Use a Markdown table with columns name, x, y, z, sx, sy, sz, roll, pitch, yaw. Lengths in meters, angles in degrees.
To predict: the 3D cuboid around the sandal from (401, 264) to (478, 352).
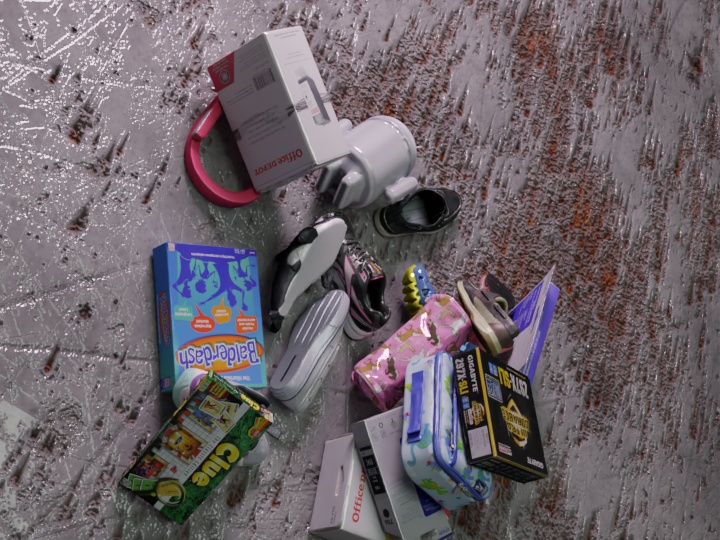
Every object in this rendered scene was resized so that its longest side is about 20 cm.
| name | x | y | z | sx | sy | sz | roll | pitch | yaw |
| --- | --- | --- | --- | --- | --- | --- | --- | --- | --- |
| sandal | 0.128 | 0.081 | 1.841 | 0.086 | 0.079 | 0.202 | -22 | 100 | -7 |

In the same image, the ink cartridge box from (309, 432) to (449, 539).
| name | x | y | z | sx | sy | sz | roll | pitch | yaw |
| --- | --- | --- | --- | --- | --- | --- | --- | --- | --- |
| ink cartridge box | 0.033 | 0.341 | 1.688 | 0.199 | 0.083 | 0.147 | 28 | 59 | -31 |

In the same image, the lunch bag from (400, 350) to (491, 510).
| name | x | y | z | sx | sy | sz | roll | pitch | yaw |
| --- | --- | --- | --- | --- | --- | --- | --- | --- | --- |
| lunch bag | 0.123 | 0.229 | 1.648 | 0.161 | 0.082 | 0.202 | 47 | 34 | -37 |

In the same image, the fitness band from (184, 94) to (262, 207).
| name | x | y | z | sx | sy | sz | roll | pitch | yaw |
| --- | --- | --- | --- | --- | --- | --- | --- | --- | --- |
| fitness band | -0.183 | -0.186 | 1.712 | 0.144 | 0.037 | 0.201 | 46 | 53 | -22 |

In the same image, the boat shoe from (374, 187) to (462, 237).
| name | x | y | z | sx | sy | sz | roll | pitch | yaw |
| --- | --- | --- | --- | --- | --- | --- | --- | --- | --- |
| boat shoe | 0.113 | -0.104 | 1.910 | 0.198 | 0.066 | 0.076 | -10 | 82 | -41 |

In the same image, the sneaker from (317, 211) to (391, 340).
| name | x | y | z | sx | sy | sz | roll | pitch | yaw |
| --- | --- | --- | --- | --- | --- | --- | --- | --- | --- |
| sneaker | 0.000 | 0.000 | 1.768 | 0.080 | 0.086 | 0.202 | -21 | 89 | -43 |

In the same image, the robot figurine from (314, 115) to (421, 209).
| name | x | y | z | sx | sy | sz | roll | pitch | yaw |
| --- | --- | --- | --- | --- | --- | --- | --- | --- | --- |
| robot figurine | 0.013 | -0.175 | 1.818 | 0.170 | 0.113 | 0.199 | 44 | 49 | 11 |

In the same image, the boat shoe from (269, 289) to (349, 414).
| name | x | y | z | sx | sy | sz | roll | pitch | yaw |
| --- | --- | --- | --- | --- | --- | --- | --- | --- | --- |
| boat shoe | -0.069 | 0.121 | 1.695 | 0.201 | 0.073 | 0.067 | -56 | 131 | -29 |

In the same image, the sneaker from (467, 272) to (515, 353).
| name | x | y | z | sx | sy | sz | roll | pitch | yaw |
| --- | --- | --- | --- | --- | --- | --- | --- | --- | --- |
| sneaker | 0.206 | 0.079 | 1.931 | 0.074 | 0.087 | 0.201 | 40 | 30 | -18 |

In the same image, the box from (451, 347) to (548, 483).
| name | x | y | z | sx | sy | sz | roll | pitch | yaw |
| --- | --- | --- | --- | --- | --- | --- | --- | --- | --- |
| box | 0.205 | 0.215 | 1.672 | 0.199 | 0.049 | 0.162 | 31 | 44 | -54 |

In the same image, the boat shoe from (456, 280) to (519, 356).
| name | x | y | z | sx | sy | sz | roll | pitch | yaw |
| --- | --- | --- | --- | --- | --- | --- | --- | --- | --- |
| boat shoe | 0.200 | 0.068 | 1.784 | 0.201 | 0.065 | 0.072 | -110 | 176 | -66 |

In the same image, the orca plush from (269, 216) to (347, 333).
| name | x | y | z | sx | sy | sz | roll | pitch | yaw |
| --- | --- | --- | --- | --- | --- | --- | --- | --- | --- |
| orca plush | -0.097 | -0.001 | 1.711 | 0.105 | 0.070 | 0.202 | 39 | 69 | -47 |

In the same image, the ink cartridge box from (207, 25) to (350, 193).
| name | x | y | z | sx | sy | sz | roll | pitch | yaw |
| --- | --- | --- | --- | --- | --- | --- | --- | --- | --- |
| ink cartridge box | -0.118 | -0.231 | 1.659 | 0.084 | 0.145 | 0.202 | -23 | 93 | -45 |

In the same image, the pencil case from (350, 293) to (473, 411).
| name | x | y | z | sx | sy | sz | roll | pitch | yaw |
| --- | --- | --- | --- | --- | --- | --- | --- | --- | --- |
| pencil case | 0.078 | 0.125 | 1.748 | 0.200 | 0.086 | 0.083 | -42 | 129 | -12 |

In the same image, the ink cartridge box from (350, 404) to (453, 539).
| name | x | y | z | sx | sy | sz | roll | pitch | yaw |
| --- | --- | --- | --- | --- | --- | --- | --- | --- | --- |
| ink cartridge box | 0.059 | 0.301 | 1.641 | 0.099 | 0.039 | 0.202 | -13 | 81 | -44 |

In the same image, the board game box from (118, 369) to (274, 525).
| name | x | y | z | sx | sy | sz | roll | pitch | yaw |
| --- | --- | --- | --- | --- | --- | --- | --- | --- | --- |
| board game box | -0.209 | 0.228 | 1.455 | 0.104 | 0.200 | 0.024 | 35 | 19 | -16 |

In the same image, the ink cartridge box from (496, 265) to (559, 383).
| name | x | y | z | sx | sy | sz | roll | pitch | yaw |
| --- | --- | --- | --- | --- | --- | --- | --- | --- | --- |
| ink cartridge box | 0.271 | 0.120 | 1.884 | 0.043 | 0.200 | 0.200 | 25 | 59 | -4 |

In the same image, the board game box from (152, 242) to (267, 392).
| name | x | y | z | sx | sy | sz | roll | pitch | yaw |
| --- | --- | --- | --- | --- | --- | --- | --- | --- | --- |
| board game box | -0.210 | 0.068 | 1.598 | 0.151 | 0.045 | 0.203 | 4 | 75 | -39 |

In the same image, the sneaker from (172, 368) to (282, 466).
| name | x | y | z | sx | sy | sz | roll | pitch | yaw |
| --- | --- | --- | --- | --- | --- | --- | --- | --- | --- |
| sneaker | -0.149 | 0.210 | 1.515 | 0.200 | 0.139 | 0.078 | 50 | 58 | -42 |
